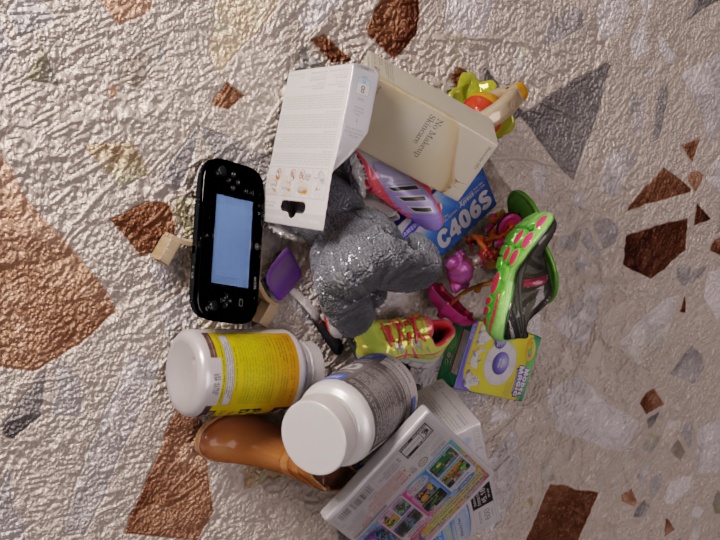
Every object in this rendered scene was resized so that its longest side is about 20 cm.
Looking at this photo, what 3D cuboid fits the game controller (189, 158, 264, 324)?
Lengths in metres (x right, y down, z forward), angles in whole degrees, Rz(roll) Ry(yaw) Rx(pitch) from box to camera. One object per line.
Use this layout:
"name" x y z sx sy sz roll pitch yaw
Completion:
"game controller" -0.166 -0.036 1.200 0.103 0.042 0.204 9 81 -40

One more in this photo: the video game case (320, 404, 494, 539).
"video game case" 0.068 0.303 1.300 0.200 0.024 0.182 -46 126 0

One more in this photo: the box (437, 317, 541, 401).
"box" 0.224 0.148 1.579 0.198 0.048 0.120 15 93 -41

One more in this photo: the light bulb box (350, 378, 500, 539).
"light bulb box" 0.080 0.305 1.399 0.197 0.125 0.201 -24 121 -13

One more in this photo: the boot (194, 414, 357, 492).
"boot" -0.109 0.246 1.276 0.197 0.154 0.075 7 98 -38

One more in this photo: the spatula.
"spatula" -0.073 0.054 1.338 0.057 0.020 0.201 -50 127 -22

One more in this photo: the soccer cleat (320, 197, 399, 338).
"soccer cleat" 0.000 0.000 1.333 0.068 0.084 0.204 12 93 -62

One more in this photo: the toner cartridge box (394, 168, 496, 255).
"toner cartridge box" 0.115 -0.081 1.434 0.200 0.043 0.096 -42 122 -21

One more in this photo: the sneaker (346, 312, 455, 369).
"sneaker" 0.062 0.094 1.398 0.198 0.079 0.090 2 146 -46

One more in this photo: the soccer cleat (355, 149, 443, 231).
"soccer cleat" 0.037 -0.121 1.329 0.077 0.066 0.201 -47 108 -21

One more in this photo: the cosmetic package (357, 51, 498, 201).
"cosmetic package" 0.070 -0.188 1.252 0.197 0.074 0.104 25 121 -16

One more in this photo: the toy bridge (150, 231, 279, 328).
"toy bridge" -0.177 0.003 1.241 0.199 0.027 0.068 36 78 -37

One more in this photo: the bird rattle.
"bird rattle" 0.150 -0.220 1.361 0.199 0.162 0.114 -32 101 -37

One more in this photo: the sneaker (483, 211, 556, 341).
"sneaker" 0.243 0.009 1.389 0.082 0.077 0.203 12 109 -19

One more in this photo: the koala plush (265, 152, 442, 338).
"koala plush" -0.021 -0.048 1.234 0.176 0.202 0.184 -34 158 10

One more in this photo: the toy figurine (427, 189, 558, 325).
"toy figurine" 0.186 0.000 1.453 0.182 0.150 0.203 -26 130 -20

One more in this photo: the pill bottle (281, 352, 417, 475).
"pill bottle" -0.013 0.187 1.247 0.199 0.112 0.116 -21 117 -60

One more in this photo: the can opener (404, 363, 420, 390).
"can opener" 0.052 0.235 1.469 0.063 0.077 0.204 -47 140 -64

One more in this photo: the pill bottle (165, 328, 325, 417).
"pill bottle" -0.146 0.132 1.246 0.197 0.109 0.112 3 100 -38

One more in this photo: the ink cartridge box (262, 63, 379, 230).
"ink cartridge box" -0.054 -0.153 1.198 0.047 0.159 0.204 10 91 -35
